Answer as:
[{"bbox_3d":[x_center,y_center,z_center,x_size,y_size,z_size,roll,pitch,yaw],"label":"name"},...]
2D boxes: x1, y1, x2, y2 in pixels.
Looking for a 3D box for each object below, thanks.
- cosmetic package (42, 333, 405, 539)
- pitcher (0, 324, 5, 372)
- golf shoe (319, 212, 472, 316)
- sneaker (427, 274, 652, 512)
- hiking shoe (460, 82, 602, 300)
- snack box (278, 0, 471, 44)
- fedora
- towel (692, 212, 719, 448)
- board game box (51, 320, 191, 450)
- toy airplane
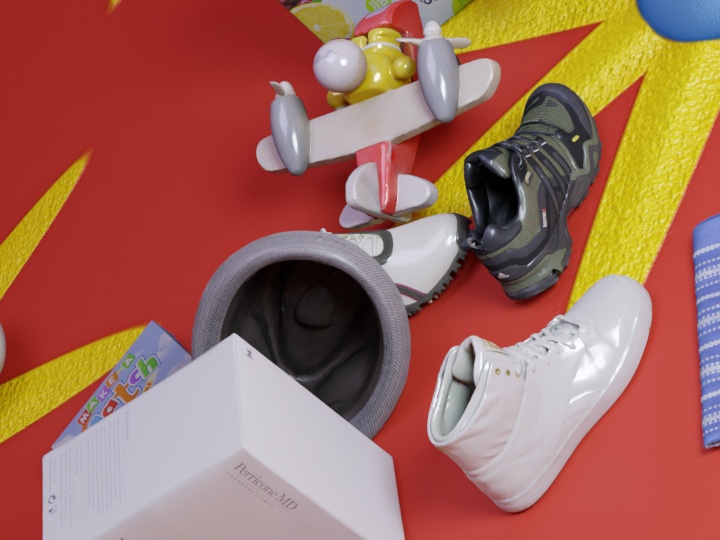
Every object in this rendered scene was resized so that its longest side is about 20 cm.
[{"bbox_3d":[-0.104,0.185,1.624,0.200,0.199,0.123,-34,39,21],"label":"cosmetic package"},{"bbox_3d":[-0.439,0.104,2.126,0.200,0.121,0.172,-5,76,56],"label":"pitcher"},{"bbox_3d":[0.000,0.000,1.774,0.200,0.088,0.077,-28,40,24],"label":"golf shoe"},{"bbox_3d":[0.130,0.067,1.559,0.074,0.116,0.200,17,70,53],"label":"sneaker"},{"bbox_3d":[0.132,-0.081,1.695,0.076,0.101,0.200,-15,49,37],"label":"hiking shoe"},{"bbox_3d":[0.003,-0.292,1.929,0.169,0.200,0.068,-37,39,15],"label":"snack box"},{"bbox_3d":[-0.043,0.050,1.729,0.090,0.177,0.200,-67,-13,-66],"label":"fedora"},{"bbox_3d":[0.299,0.020,1.503,0.145,0.024,0.200,-24,44,31],"label":"towel"},{"bbox_3d":[-0.180,0.146,1.872,0.151,0.037,0.200,-52,36,-2],"label":"board game box"},{"bbox_3d":[0.008,-0.137,1.825,0.200,0.141,0.199,-48,37,2],"label":"toy airplane"}]
